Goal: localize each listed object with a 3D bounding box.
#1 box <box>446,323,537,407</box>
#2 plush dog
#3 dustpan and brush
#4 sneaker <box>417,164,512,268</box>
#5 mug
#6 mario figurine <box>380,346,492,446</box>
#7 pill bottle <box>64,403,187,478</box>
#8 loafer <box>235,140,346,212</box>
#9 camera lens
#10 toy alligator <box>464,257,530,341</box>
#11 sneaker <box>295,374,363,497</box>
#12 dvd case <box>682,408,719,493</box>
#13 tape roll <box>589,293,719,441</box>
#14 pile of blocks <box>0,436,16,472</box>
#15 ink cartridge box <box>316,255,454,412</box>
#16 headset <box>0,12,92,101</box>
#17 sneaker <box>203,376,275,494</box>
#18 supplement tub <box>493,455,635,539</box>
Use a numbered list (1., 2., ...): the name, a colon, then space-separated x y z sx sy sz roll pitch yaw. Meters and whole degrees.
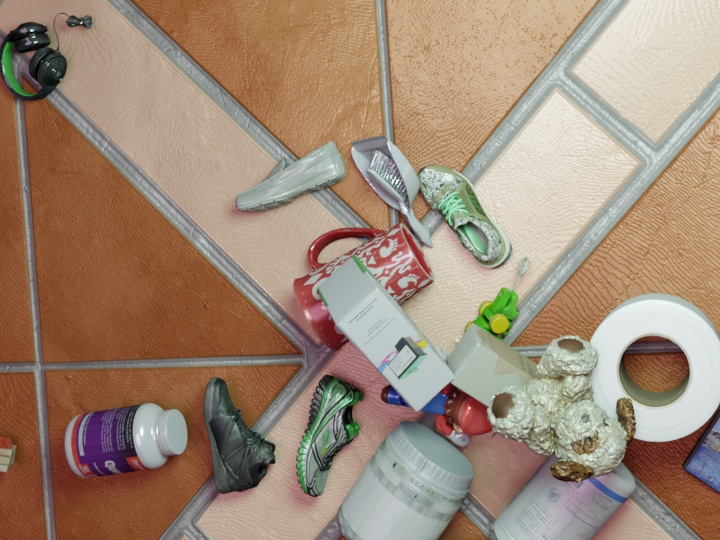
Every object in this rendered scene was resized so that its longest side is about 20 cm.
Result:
1. box: 0.234 0.176 1.649 0.199 0.095 0.078 32 105 -10
2. plush dog: 0.290 0.220 1.513 0.199 0.162 0.171 -36 56 -24
3. dustpan and brush: 0.063 -0.121 1.727 0.200 0.139 0.057 44 74 -19
4. sneaker: 0.159 -0.089 1.695 0.077 0.088 0.200 -44 79 14
5. mug: -0.001 0.003 1.731 0.199 0.133 0.179 -31 85 13
6. mario figurine: 0.137 0.202 1.735 0.198 0.124 0.107 19 59 24
7. pill bottle: -0.406 0.294 1.879 0.197 0.112 0.114 -11 90 18
8. loafer: -0.120 -0.153 1.794 0.198 0.070 0.071 -21 82 9
9. camera lens: 0.069 0.362 1.709 0.159 0.160 0.201 35 102 13
10. toy alligator: 0.223 0.072 1.705 0.054 0.059 0.201 28 104 -27
11. sneaker: -0.051 0.280 1.786 0.084 0.078 0.203 16 97 15
12. dvd case: 0.594 0.253 1.614 0.142 0.018 0.202 33 103 14
13. tape roll: 0.436 0.139 1.595 0.200 0.139 0.206 1 93 18
14. pile of blocks: -0.723 0.311 1.995 0.197 0.082 0.063 15 97 17
15. ink cartridge box: 0.037 0.094 1.617 0.084 0.145 0.200 -40 115 2
16. headset: -0.562 -0.390 1.927 0.199 0.094 0.124 -34 87 31
17. sneaker: -0.202 0.276 1.836 0.113 0.076 0.203 -9 93 16
18. supplement tub: 0.311 0.357 1.649 0.132 0.132 0.201 40 104 11
